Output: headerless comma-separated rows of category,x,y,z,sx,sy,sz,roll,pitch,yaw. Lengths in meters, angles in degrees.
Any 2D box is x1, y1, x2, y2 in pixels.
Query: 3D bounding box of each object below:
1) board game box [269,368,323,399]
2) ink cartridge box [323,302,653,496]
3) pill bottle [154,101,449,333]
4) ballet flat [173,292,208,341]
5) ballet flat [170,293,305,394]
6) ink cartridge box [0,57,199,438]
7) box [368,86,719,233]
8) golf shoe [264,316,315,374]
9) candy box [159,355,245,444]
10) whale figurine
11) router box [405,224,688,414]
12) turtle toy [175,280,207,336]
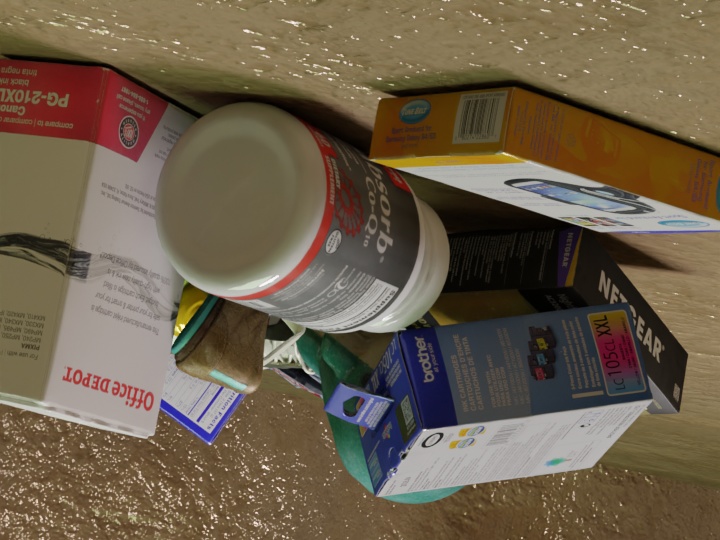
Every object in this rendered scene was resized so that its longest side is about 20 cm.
board game box,-0.077,0.052,2.028,0.199,0.062,0.200,34,176,9
ink cartridge box,0.079,0.090,1.542,0.198,0.077,0.137,-8,157,-18
pill bottle,-0.029,-0.025,1.406,0.115,0.117,0.200,7,173,29
ballet flat,-0.173,0.008,1.713,0.200,0.068,0.072,44,-144,17
ballet flat,-0.063,0.012,1.498,0.072,0.201,0.068,38,125,-12
ink cartridge box,-0.171,-0.011,1.384,0.084,0.202,0.145,7,172,25
box,0.118,-0.056,1.258,0.199,0.042,0.119,13,173,-36
golf shoe,-0.060,0.048,1.894,0.199,0.078,0.088,-21,-151,12
candy box,-0.204,0.050,2.016,0.200,0.077,0.169,39,179,-22
whale figurine,0.010,0.102,1.703,0.200,0.104,0.159,31,170,48
router box,0.127,0.041,1.649,0.156,0.053,0.200,-4,149,31
turtle toy,-0.155,-0.029,1.617,0.145,0.102,0.199,34,-170,34
